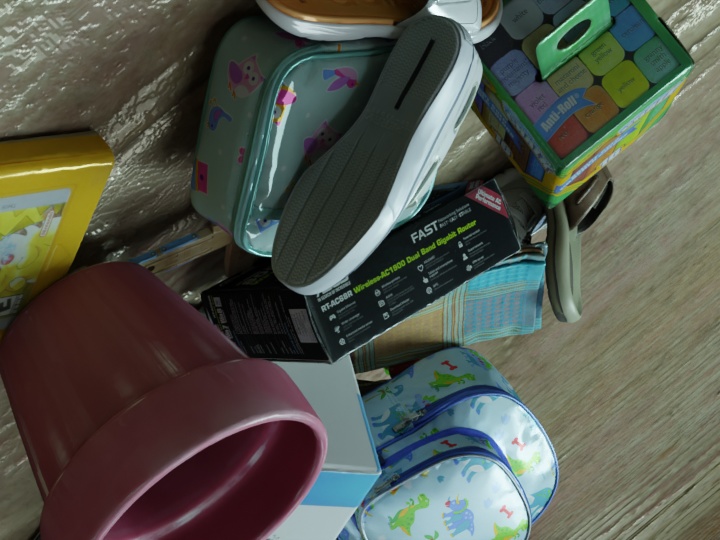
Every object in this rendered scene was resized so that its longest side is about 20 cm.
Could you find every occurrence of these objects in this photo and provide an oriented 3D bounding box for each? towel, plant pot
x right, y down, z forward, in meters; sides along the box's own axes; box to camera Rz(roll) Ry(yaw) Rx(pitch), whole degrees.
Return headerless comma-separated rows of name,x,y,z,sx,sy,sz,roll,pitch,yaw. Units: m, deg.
towel,0.061,0.040,1.449,0.198,0.022,0.147,-15,153,-5
plant pot,-0.149,0.101,1.169,0.199,0.179,0.201,-29,151,-18

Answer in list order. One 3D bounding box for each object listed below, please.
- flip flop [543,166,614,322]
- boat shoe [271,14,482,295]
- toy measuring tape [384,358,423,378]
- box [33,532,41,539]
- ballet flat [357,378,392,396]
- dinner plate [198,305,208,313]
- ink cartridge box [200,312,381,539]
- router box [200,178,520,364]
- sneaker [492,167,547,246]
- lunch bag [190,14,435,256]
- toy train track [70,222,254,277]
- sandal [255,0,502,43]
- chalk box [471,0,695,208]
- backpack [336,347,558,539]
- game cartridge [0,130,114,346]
flip flop,0.186,-0.057,1.459,0.057,0.203,0.081,-1,179,22
boat shoe,0.021,-0.065,1.114,0.201,0.073,0.067,-55,146,2
toy measuring tape,0.046,0.052,1.538,0.073,0.074,0.200,-35,153,-9
box,-0.187,0.304,1.484,0.141,0.200,0.079,0,135,-53
ballet flat,0.010,0.123,1.553,0.198,0.065,0.071,11,98,-19
dinner plate,-0.076,0.054,1.440,0.199,0.024,0.201,-30,153,-17
ink cartridge box,-0.100,0.159,1.380,0.145,0.148,0.201,8,134,-26
router box,0.000,0.000,1.298,0.199,0.063,0.149,-30,-166,-32
sneaker,0.119,-0.032,1.490,0.199,0.082,0.075,-17,147,-38
lunch bag,-0.018,-0.093,1.176,0.199,0.077,0.162,-11,124,-44
toy train track,-0.126,-0.026,1.238,0.199,0.033,0.115,-25,153,-23
sandal,0.026,-0.190,1.123,0.205,0.079,0.059,-12,146,-41
chalk box,0.153,-0.145,1.246,0.124,0.124,0.200,-37,173,-2
backpack,0.068,0.182,1.474,0.199,0.147,0.184,-34,122,-7
game cartridge,-0.266,-0.005,1.087,0.199,0.032,0.177,-15,145,-44
